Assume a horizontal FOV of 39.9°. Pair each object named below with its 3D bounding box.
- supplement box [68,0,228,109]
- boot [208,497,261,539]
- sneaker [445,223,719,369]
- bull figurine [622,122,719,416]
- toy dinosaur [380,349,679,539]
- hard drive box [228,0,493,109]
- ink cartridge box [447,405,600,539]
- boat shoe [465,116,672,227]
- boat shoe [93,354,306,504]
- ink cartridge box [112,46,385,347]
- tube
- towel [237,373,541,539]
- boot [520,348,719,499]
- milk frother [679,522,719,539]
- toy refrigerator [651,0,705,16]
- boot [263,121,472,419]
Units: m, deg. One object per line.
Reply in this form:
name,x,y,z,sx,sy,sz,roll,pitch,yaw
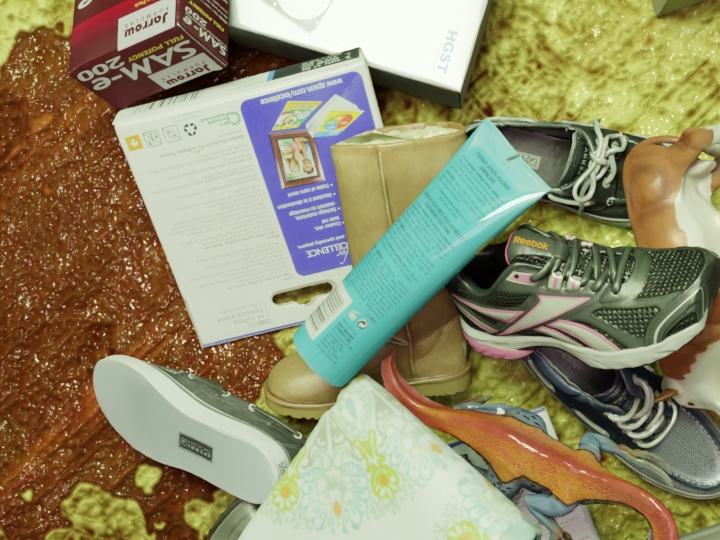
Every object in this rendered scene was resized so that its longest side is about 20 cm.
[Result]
supplement box,-0.156,-0.235,0.748,0.107,0.061,0.203,-15,65,26
boot,-0.047,0.210,0.743,0.200,0.068,0.131,-45,74,9
sneaker,0.132,0.010,0.648,0.198,0.081,0.087,-11,131,39
bull figurine,0.234,-0.001,0.675,0.064,0.121,0.204,-8,81,-38
toy dinosaur,0.120,0.145,0.666,0.198,0.181,0.107,27,80,-28
hard drive box,0.007,-0.233,0.772,0.197,0.077,0.159,16,91,6
ink cartridge box,0.092,0.233,0.770,0.194,0.043,0.203,-22,83,6
boat shoe,0.169,-0.082,0.754,0.196,0.068,0.075,17,91,6
boat shoe,-0.123,0.115,0.782,0.198,0.066,0.071,19,112,29
ink cartridge box,-0.065,-0.051,0.772,0.195,0.044,0.203,-13,118,7
tube,0.036,-0.008,0.673,0.200,0.050,0.078,-46,57,14
towel,0.002,0.200,0.670,0.171,0.048,0.201,38,94,26
boot,0.199,0.105,0.735,0.199,0.090,0.073,35,92,6
milk frother,0.296,0.261,0.652,0.185,0.200,0.184,-15,101,-11
toy refrigerator,0.236,-0.308,0.752,0.075,0.070,0.203,-16,87,6
boot,0.000,0.000,0.737,0.172,0.066,0.203,-10,114,-6
